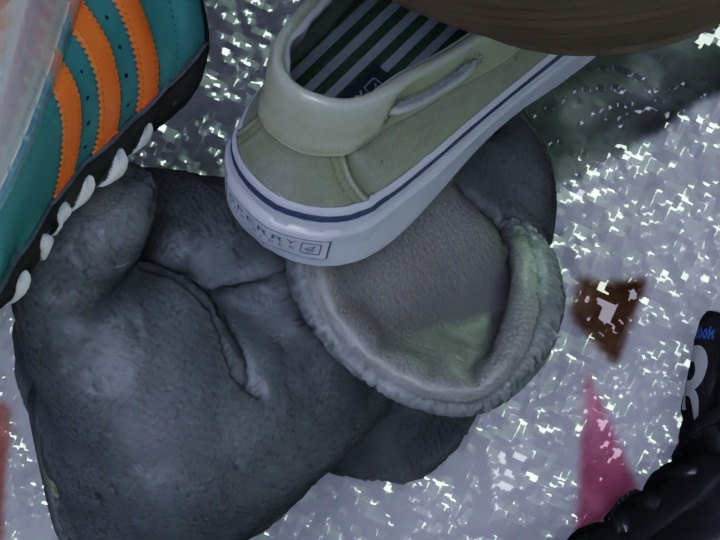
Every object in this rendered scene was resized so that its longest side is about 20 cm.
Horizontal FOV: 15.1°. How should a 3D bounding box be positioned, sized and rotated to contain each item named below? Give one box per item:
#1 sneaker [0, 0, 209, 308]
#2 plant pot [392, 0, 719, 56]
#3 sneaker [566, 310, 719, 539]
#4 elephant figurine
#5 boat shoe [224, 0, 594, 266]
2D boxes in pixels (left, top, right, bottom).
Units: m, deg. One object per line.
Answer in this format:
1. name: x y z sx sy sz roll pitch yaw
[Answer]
1. sneaker: -0.080 -0.043 0.684 0.071 0.080 0.200 -4 56 40
2. plant pot: 0.056 -0.117 0.653 0.201 0.093 0.201 -6 47 7
3. sneaker: 0.084 0.071 0.787 0.200 0.073 0.112 -8 84 -3
4. elephant figurine: 0.000 0.000 0.772 0.200 0.142 0.155 -12 116 -10
5. boat shoe: 0.035 -0.080 0.735 0.072 0.062 0.200 31 54 8
